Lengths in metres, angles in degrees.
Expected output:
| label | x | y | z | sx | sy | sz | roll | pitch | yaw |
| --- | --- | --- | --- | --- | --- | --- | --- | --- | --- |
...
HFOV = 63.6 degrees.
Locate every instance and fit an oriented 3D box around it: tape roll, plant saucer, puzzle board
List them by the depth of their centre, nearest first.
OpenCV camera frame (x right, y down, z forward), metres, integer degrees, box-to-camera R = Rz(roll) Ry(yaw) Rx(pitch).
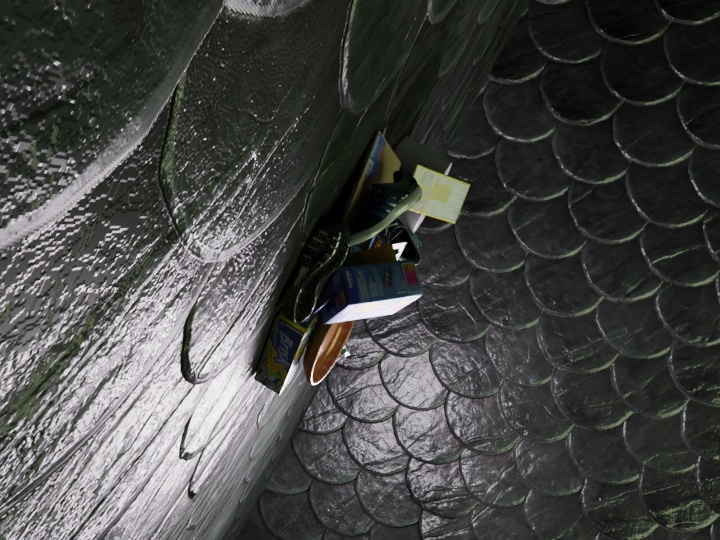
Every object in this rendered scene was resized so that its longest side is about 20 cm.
| label | x | y | z | sx | sy | sz | roll | pitch | yaw |
| --- | --- | --- | --- | --- | --- | --- | --- | --- | --- |
| puzzle board | 0.019 | -0.152 | 1.143 | 0.204 | 0.017 | 0.150 | -70 | 156 | -6 |
| plant saucer | -0.068 | 0.146 | 1.247 | 0.202 | 0.037 | 0.202 | -57 | 164 | -26 |
| tape roll | 0.129 | -0.219 | 1.487 | 0.205 | 0.137 | 0.203 | -59 | 175 | -8 |

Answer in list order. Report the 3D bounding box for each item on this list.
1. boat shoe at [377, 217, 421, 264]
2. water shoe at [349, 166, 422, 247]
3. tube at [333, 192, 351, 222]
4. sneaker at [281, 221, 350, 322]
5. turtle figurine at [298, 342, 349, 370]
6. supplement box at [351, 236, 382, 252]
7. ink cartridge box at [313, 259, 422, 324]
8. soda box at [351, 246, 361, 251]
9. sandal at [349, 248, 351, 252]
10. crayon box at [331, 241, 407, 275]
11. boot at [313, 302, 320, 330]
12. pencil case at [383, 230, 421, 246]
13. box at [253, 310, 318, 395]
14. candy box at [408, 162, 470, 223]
| label | x | y | z | sx | sy | sz | roll | pitch | yaw |
| --- | --- | --- | --- | --- | --- | --- | --- | --- | --- |
| boat shoe | 0.064 | -0.089 | 1.260 | 0.071 | 0.201 | 0.068 | -39 | -158 | -2 |
| water shoe | 0.030 | -0.121 | 1.106 | 0.199 | 0.080 | 0.071 | -39 | -170 | -26 |
| tube | -0.008 | -0.133 | 1.170 | 0.203 | 0.050 | 0.078 | -63 | 167 | -13 |
| sneaker | -0.084 | -0.005 | 1.068 | 0.202 | 0.073 | 0.080 | -57 | -173 | 13 |
| turtle figurine | -0.083 | 0.178 | 1.513 | 0.101 | 0.147 | 0.204 | -38 | -150 | 58 |
| supplement box | 0.004 | -0.049 | 1.479 | 0.112 | 0.084 | 0.201 | -59 | 174 | -21 |
| ink cartridge box | 0.001 | 0.044 | 1.124 | 0.196 | 0.078 | 0.136 | -5 | 162 | -27 |
| soda box | 0.028 | -0.141 | 1.319 | 0.203 | 0.067 | 0.064 | -62 | 173 | 13 |
| sandal | -0.042 | -0.050 | 1.267 | 0.076 | 0.042 | 0.202 | -55 | 172 | -45 |
| crayon box | 0.000 | 0.000 | 1.204 | 0.195 | 0.052 | 0.127 | -13 | 165 | -10 |
| boot | -0.118 | 0.152 | 1.305 | 0.145 | 0.071 | 0.202 | -53 | 160 | -28 |
| pencil case | 0.101 | -0.049 | 1.468 | 0.200 | 0.083 | 0.095 | -48 | 123 | -72 |
| box | -0.152 | 0.158 | 1.177 | 0.064 | 0.069 | 0.202 | -53 | 170 | -52 |
| candy box | 0.175 | -0.179 | 1.367 | 0.197 | 0.026 | 0.104 | 10 | 109 | -42 |
